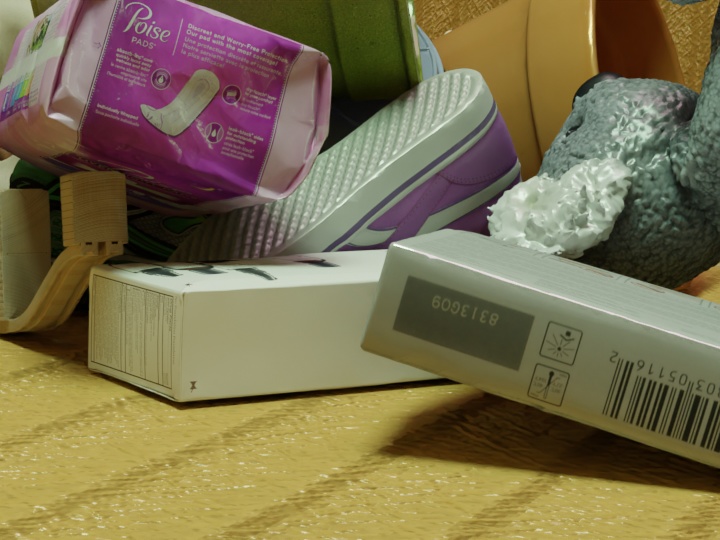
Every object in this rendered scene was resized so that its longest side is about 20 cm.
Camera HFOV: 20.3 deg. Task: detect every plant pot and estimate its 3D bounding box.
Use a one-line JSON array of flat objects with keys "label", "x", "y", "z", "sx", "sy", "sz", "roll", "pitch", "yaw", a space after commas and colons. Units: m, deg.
[{"label": "plant pot", "x": 0.106, "y": -0.075, "z": 1.182, "sx": 0.139, "sy": 0.202, "sz": 0.200, "roll": -12, "pitch": 2, "yaw": 23}, {"label": "plant pot", "x": -0.073, "y": -0.175, "z": 1.054, "sx": 0.191, "sy": 0.202, "sz": 0.200, "roll": -7, "pitch": 7, "yaw": 4}]

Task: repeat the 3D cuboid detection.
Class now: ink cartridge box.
[{"label": "ink cartridge box", "x": 0.097, "y": 0.027, "z": 0.819, "sx": 0.159, "sy": 0.048, "sz": 0.200, "roll": 17, "pitch": 6, "yaw": 10}]

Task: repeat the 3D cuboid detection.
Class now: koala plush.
[{"label": "koala plush", "x": 0.163, "y": -0.052, "z": 0.976, "sx": 0.199, "sy": 0.185, "sz": 0.177, "roll": -33, "pitch": -21, "yaw": 16}]

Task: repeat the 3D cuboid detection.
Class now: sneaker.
[{"label": "sneaker", "x": -0.110, "y": -0.029, "z": 1.078, "sx": 0.078, "sy": 0.086, "sz": 0.199, "roll": 9, "pitch": 9, "yaw": 32}, {"label": "sneaker", "x": 0.000, "y": 0.000, "z": 0.992, "sx": 0.200, "sy": 0.115, "sz": 0.073, "roll": -31, "pitch": 32, "yaw": -11}]

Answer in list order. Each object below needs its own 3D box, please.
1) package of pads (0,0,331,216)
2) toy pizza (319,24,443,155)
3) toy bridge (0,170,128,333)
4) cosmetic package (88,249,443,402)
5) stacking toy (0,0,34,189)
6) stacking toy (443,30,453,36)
[{"label": "package of pads", "x": -0.097, "y": -0.075, "z": 0.927, "sx": 0.120, "sy": 0.076, "sz": 0.200, "roll": 18, "pitch": -6, "yaw": -17}, {"label": "toy pizza", "x": -0.052, "y": -0.106, "z": 1.127, "sx": 0.198, "sy": 0.032, "sz": 0.201, "roll": 3, "pitch": 40, "yaw": -3}, {"label": "toy bridge", "x": -0.161, "y": -0.005, "z": 0.945, "sx": 0.027, "sy": 0.068, "sz": 0.200, "roll": -2, "pitch": -2, "yaw": -31}, {"label": "cosmetic package", "x": -0.014, "y": 0.020, "z": 0.893, "sx": 0.199, "sy": 0.051, "sz": 0.082, "roll": -3, "pitch": 11, "yaw": -36}, {"label": "stacking toy", "x": -0.154, "y": -0.080, "z": 1.234, "sx": 0.145, "sy": 0.147, "sz": 0.199, "roll": 10, "pitch": 2, "yaw": 40}, {"label": "stacking toy", "x": 0.006, "y": -0.086, "z": 1.486, "sx": 0.199, "sy": 0.147, "sz": 0.146, "roll": -13, "pitch": 5, "yaw": 12}]
